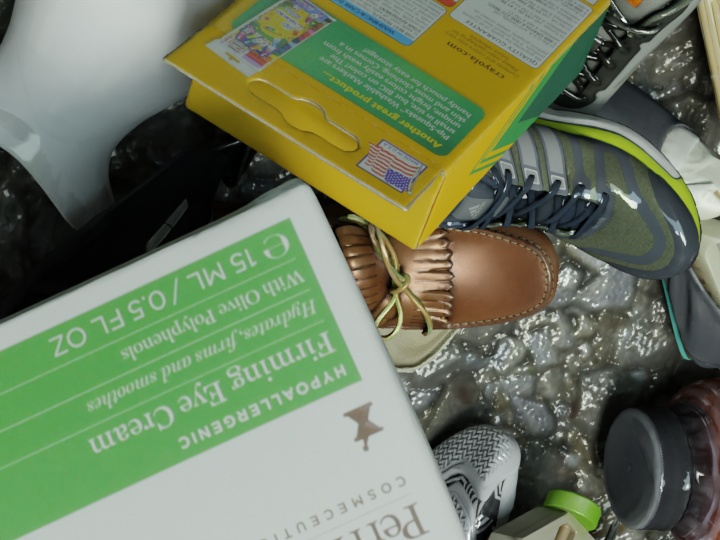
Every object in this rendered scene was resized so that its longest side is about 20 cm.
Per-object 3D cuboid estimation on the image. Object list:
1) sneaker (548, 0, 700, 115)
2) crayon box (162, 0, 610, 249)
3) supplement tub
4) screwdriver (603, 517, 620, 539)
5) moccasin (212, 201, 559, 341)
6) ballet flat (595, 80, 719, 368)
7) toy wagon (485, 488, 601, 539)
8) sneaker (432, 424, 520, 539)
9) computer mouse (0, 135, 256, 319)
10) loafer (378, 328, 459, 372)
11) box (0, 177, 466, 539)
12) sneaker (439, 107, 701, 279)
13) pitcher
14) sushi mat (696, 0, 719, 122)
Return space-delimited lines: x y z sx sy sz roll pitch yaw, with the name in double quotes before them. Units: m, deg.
"sneaker" 0.119 -0.130 0.977 0.074 0.079 0.200 35 114 -10
"crayon box" 0.012 -0.092 0.893 0.125 0.200 0.052 32 135 12
"supplement tub" 0.247 0.116 1.178 0.199 0.107 0.107 2 110 -21
"screwdriver" 0.118 0.237 1.229 0.028 0.029 0.201 15 101 -24
"moccasin" 0.000 -0.002 1.015 0.200 0.078 0.074 8 112 7
"ballet flat" 0.189 -0.028 1.118 0.073 0.073 0.200 -31 120 -6
"toy wagon" 0.117 0.225 1.136 0.200 0.039 0.156 48 59 -44
"sneaker" 0.067 0.190 1.165 0.115 0.075 0.201 18 97 -35
"computer mouse" -0.080 -0.033 0.941 0.046 0.140 0.200 47 48 1
"loafer" 0.055 -0.026 1.073 0.075 0.068 0.201 26 100 -27
"box" -0.071 0.092 0.869 0.198 0.200 0.172 -24 80 -1
"sneaker" 0.072 -0.043 0.966 0.199 0.081 0.074 26 132 -2
"pitcher" -0.129 -0.141 0.937 0.171 0.121 0.200 32 109 -25
"sushi mat" 0.227 -0.152 1.069 0.095 0.012 0.201 -13 95 -1
